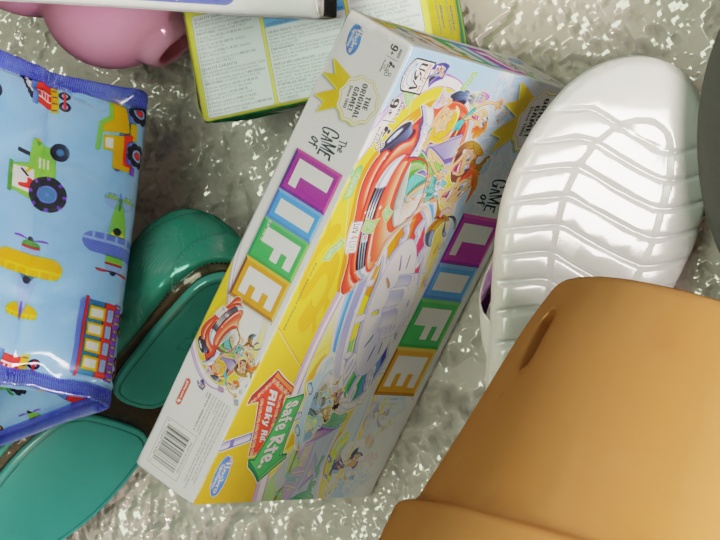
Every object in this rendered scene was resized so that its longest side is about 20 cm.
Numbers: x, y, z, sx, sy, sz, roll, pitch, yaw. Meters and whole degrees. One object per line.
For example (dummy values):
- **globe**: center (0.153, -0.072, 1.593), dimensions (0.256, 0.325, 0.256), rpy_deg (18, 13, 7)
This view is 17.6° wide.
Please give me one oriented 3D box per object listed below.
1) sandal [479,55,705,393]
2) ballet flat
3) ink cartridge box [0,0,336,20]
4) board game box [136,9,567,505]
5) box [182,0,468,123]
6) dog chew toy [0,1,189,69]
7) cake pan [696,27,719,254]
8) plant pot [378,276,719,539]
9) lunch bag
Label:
- **sandal**: center (0.083, 0.010, 0.941), dimensions (0.050, 0.082, 0.203), rpy_deg (-143, 66, -73)
- **ballet flat**: center (-0.118, 0.049, 1.067), dimensions (0.200, 0.067, 0.070), rpy_deg (-48, 40, 20)
- **ink cartridge box**: center (-0.106, -0.158, 0.979), dimensions (0.199, 0.037, 0.095), rpy_deg (5, 96, 11)
- **board game box**: center (0.000, 0.000, 0.947), dimensions (0.034, 0.134, 0.200), rpy_deg (33, 104, 29)
- **box**: center (-0.028, -0.172, 1.003), dimensions (0.117, 0.048, 0.201), rpy_deg (-10, 92, 22)
- **dog chew toy**: center (-0.146, -0.175, 1.062), dimensions (0.125, 0.124, 0.200), rpy_deg (-45, 79, 21)
- **cake pan**: center (0.199, -0.047, 0.848), dimensions (0.200, 0.037, 0.201), rpy_deg (4, 96, 49)
- **plant pot**: center (0.113, 0.091, 0.850), dimensions (0.200, 0.200, 0.140), rpy_deg (13, 77, 32)
- **lunch bag**: center (-0.186, 0.008, 1.066), dimensions (0.200, 0.094, 0.151), rpy_deg (-32, 47, 53)
